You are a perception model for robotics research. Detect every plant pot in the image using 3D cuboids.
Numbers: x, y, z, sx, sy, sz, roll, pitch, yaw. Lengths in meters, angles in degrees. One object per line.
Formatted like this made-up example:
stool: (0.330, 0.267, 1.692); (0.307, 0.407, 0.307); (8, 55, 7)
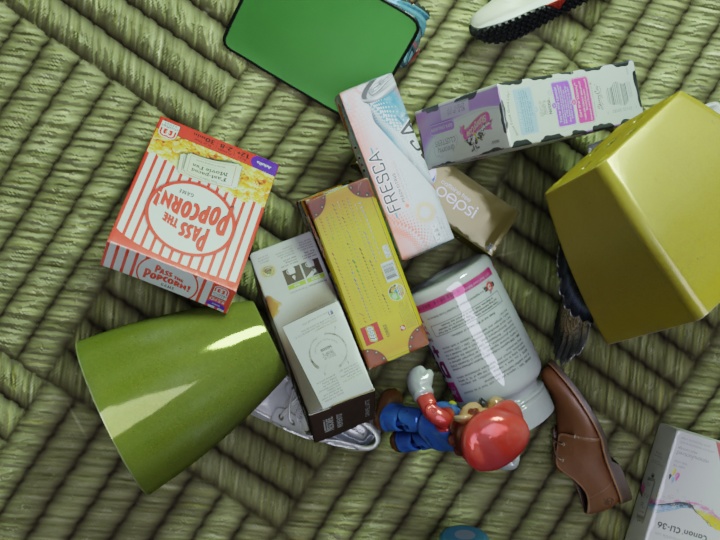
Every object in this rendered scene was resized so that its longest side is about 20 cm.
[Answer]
plant pot: (0.314, -0.065, 1.404); (0.200, 0.200, 0.177); (-40, 93, -20)
plant pot: (-0.188, 0.120, 1.504); (0.198, 0.187, 0.189); (-26, 95, -6)

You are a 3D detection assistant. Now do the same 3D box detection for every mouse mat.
mouse mat: (-0.047, -0.273, 1.547); (0.198, 0.008, 0.162); (29, 126, -6)

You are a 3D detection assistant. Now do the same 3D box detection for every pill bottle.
pill bottle: (0.144, 0.094, 1.583); (0.112, 0.113, 0.202); (-28, 95, -5)

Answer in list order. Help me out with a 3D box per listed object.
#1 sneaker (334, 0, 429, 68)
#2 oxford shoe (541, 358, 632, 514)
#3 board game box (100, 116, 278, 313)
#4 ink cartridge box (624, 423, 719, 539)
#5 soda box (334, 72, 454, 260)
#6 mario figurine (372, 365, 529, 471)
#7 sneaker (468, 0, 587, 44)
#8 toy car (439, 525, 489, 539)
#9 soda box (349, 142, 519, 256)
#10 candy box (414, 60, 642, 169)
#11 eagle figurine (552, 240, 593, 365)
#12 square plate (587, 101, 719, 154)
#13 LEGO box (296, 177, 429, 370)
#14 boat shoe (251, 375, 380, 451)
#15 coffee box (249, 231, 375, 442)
sneaker: (-0.021, -0.289, 1.564); (0.197, 0.079, 0.097); (14, 93, -7)
oxford shoe: (0.259, 0.205, 1.626); (0.071, 0.071, 0.202); (-25, 97, -2)
board game box: (-0.188, -0.065, 1.510); (0.150, 0.046, 0.202); (21, 49, -8)
ink cartridge box: (0.400, 0.303, 1.648); (0.115, 0.067, 0.203); (17, 90, -8)
soda box: (0.037, -0.115, 1.518); (0.068, 0.064, 0.202); (-22, 95, -6)
mario figurine: (0.115, 0.170, 1.534); (0.123, 0.199, 0.108); (13, 82, -44)
sneaker: (0.207, -0.348, 1.605); (0.198, 0.070, 0.094); (-27, 78, -3)
toy car: (0.039, 0.401, 1.584); (0.197, 0.177, 0.187); (8, 106, 20)
soda box: (0.087, -0.097, 1.590); (0.199, 0.068, 0.064); (33, 87, -7)
candy box: (0.189, -0.175, 1.517); (0.198, 0.167, 0.073); (-14, 93, -31)
eagle figurine: (0.287, -0.004, 1.578); (0.199, 0.151, 0.153); (-33, 107, -12)
square plate: (0.363, -0.072, 1.541); (0.196, 0.028, 0.202); (-19, 91, -24)
LEGO box: (0.000, 0.000, 1.543); (0.076, 0.149, 0.202); (-21, 94, -6)
boat shoe: (-0.065, 0.160, 1.581); (0.198, 0.069, 0.072); (20, 92, -7)
coffee box: (-0.054, 0.076, 1.520); (0.079, 0.115, 0.202); (-20, 68, -6)
